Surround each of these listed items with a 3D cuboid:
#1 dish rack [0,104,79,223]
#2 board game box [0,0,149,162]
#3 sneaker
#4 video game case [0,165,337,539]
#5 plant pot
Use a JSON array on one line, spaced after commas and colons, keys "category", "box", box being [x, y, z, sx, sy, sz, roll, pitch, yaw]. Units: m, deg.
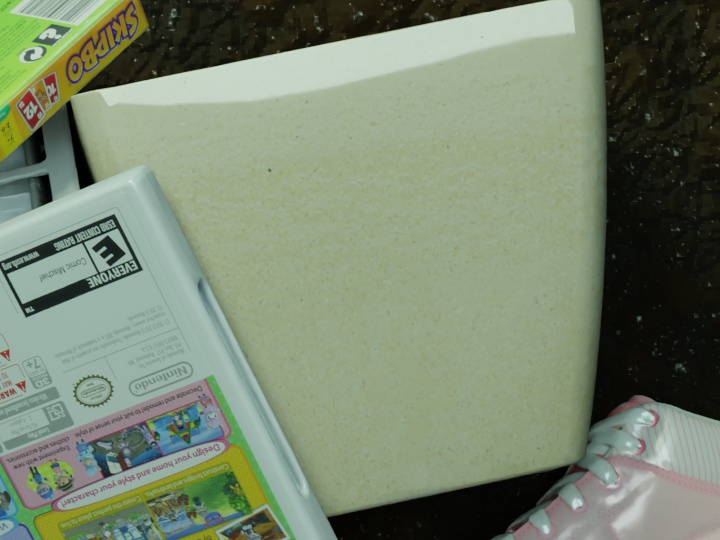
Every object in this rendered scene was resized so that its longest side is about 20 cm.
[{"category": "dish rack", "box": [-0.216, -0.032, 1.094, 0.200, 0.044, 0.172, -11, 43, -5]}, {"category": "board game box", "box": [-0.189, -0.093, 1.084, 0.200, 0.030, 0.096, 15, 48, 36]}, {"category": "sneaker", "box": [0.085, 0.109, 1.107, 0.200, 0.075, 0.105, -6, 83, -16]}, {"category": "video game case", "box": [-0.124, 0.076, 1.003, 0.200, 0.022, 0.182, -21, 103, 21]}, {"category": "plant pot", "box": [0.000, 0.000, 1.072, 0.200, 0.200, 0.177, -12, 93, -6]}]
